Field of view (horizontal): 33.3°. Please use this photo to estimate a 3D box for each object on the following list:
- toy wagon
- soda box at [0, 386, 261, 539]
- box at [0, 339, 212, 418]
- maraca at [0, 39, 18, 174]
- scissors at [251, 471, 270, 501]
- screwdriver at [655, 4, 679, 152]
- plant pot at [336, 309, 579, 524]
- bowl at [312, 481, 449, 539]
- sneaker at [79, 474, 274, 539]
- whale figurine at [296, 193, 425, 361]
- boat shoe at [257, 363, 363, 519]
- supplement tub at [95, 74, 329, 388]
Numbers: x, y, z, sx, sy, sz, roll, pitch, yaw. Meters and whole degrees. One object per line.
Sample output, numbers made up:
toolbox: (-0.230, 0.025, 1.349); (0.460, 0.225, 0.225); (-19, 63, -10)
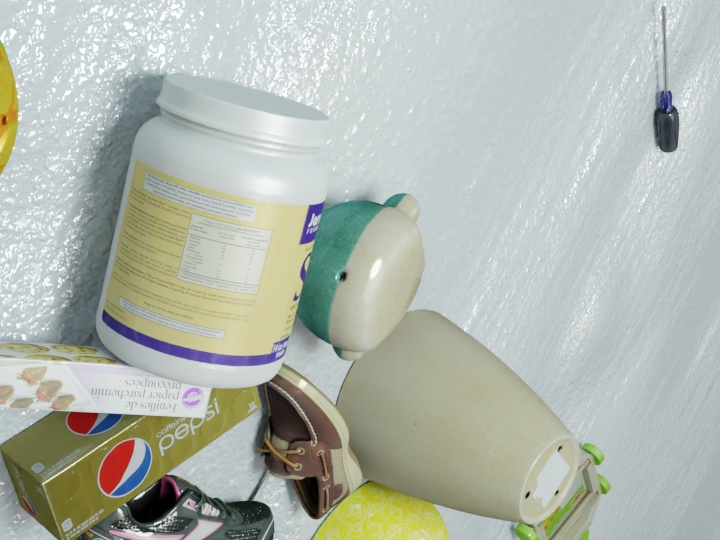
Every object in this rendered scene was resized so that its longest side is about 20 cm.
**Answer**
toy wagon: (0.269, 0.323, 1.585); (0.155, 0.040, 0.200); (-45, 138, -22)
soda box: (-0.176, 0.123, 0.952); (0.200, 0.064, 0.068); (-34, 132, -33)
box: (-0.205, 0.077, 0.864); (0.199, 0.041, 0.039); (7, 104, -29)
maraca: (-0.266, -0.115, 0.687); (0.137, 0.107, 0.200); (-44, 138, -35)
scissors: (-0.133, 0.276, 1.125); (0.073, 0.014, 0.201); (8, 105, -49)
screwdriver: (0.353, -0.221, 1.394); (0.029, 0.028, 0.200); (-69, 154, -48)
plant pot: (0.109, 0.161, 1.187); (0.187, 0.200, 0.188); (-25, 127, -39)
bowl: (0.037, 0.330, 1.272); (0.200, 0.108, 0.201); (-26, 128, -39)
sneaker: (-0.149, 0.215, 1.023); (0.200, 0.080, 0.087); (-3, 110, -49)
whale figurine: (0.000, 0.000, 1.079); (0.160, 0.103, 0.200); (-69, 166, 7)
boat shoe: (-0.055, 0.163, 1.109); (0.072, 0.072, 0.200); (-46, 144, -23)
supplement tub: (-0.105, -0.030, 0.884); (0.145, 0.145, 0.201); (0, 111, -48)
